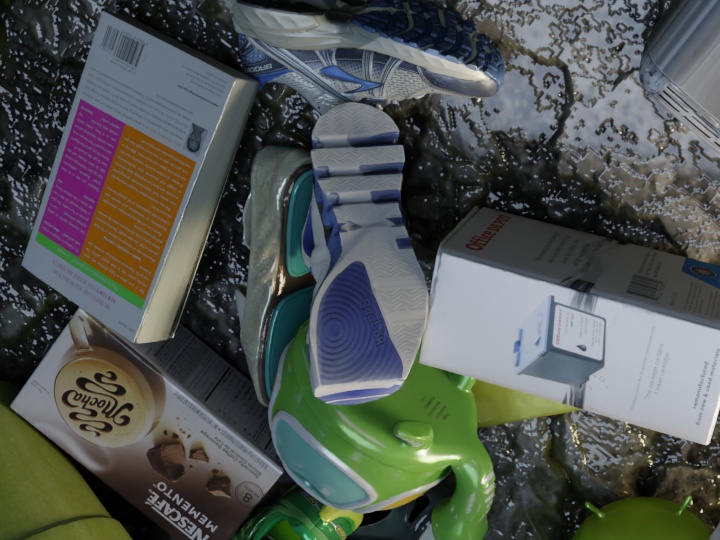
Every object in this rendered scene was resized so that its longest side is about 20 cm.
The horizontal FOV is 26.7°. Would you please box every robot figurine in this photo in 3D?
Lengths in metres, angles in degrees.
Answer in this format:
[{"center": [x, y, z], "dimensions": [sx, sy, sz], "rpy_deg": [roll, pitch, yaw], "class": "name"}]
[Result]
[{"center": [0.214, 0.260, 1.135], "dimensions": [0.173, 0.116, 0.203], "rpy_deg": [-5, 109, 8], "class": "robot figurine"}]

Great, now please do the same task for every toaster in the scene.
[{"center": [0.267, -0.140, 0.972], "dimensions": [0.199, 0.114, 0.130], "rpy_deg": [37, 116, -5], "class": "toaster"}]

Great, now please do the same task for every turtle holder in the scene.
[{"center": [0.019, 0.113, 1.113], "dimensions": [0.184, 0.142, 0.132], "rpy_deg": [23, 128, -14], "class": "turtle holder"}]

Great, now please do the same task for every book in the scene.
[{"center": [-0.165, -0.068, 1.097], "dimensions": [0.133, 0.048, 0.202], "rpy_deg": [28, 105, 26], "class": "book"}]

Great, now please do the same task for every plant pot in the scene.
[{"center": [-0.284, 0.197, 1.180], "dimensions": [0.200, 0.199, 0.191], "rpy_deg": [-42, 68, 23], "class": "plant pot"}]

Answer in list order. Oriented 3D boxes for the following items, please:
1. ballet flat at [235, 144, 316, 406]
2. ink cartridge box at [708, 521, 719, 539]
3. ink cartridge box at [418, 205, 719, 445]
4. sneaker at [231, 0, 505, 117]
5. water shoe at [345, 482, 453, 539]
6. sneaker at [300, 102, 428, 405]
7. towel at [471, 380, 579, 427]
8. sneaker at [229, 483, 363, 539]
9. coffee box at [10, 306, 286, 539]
[{"center": [-0.063, 0.001, 1.139], "dimensions": [0.062, 0.067, 0.203], "rpy_deg": [24, 114, 35], "class": "ballet flat"}, {"center": [0.305, 0.274, 1.069], "dimensions": [0.199, 0.083, 0.147], "rpy_deg": [35, 88, -31], "class": "ink cartridge box"}, {"center": [0.154, 0.031, 1.032], "dimensions": [0.197, 0.146, 0.087], "rpy_deg": [14, 108, 13], "class": "ink cartridge box"}, {"center": [0.005, -0.143, 1.061], "dimensions": [0.197, 0.077, 0.086], "rpy_deg": [15, 123, 15], "class": "sneaker"}, {"center": [0.014, 0.237, 1.210], "dimensions": [0.079, 0.071, 0.201], "rpy_deg": [50, 118, 22], "class": "water shoe"}, {"center": [0.000, -0.001, 1.047], "dimensions": [0.079, 0.115, 0.202], "rpy_deg": [0, 69, -4], "class": "sneaker"}, {"center": [0.143, 0.064, 1.132], "dimensions": [0.197, 0.018, 0.087], "rpy_deg": [-13, 102, 18], "class": "towel"}, {"center": [-0.077, 0.227, 1.194], "dimensions": [0.074, 0.083, 0.200], "rpy_deg": [45, 131, 5], "class": "sneaker"}, {"center": [-0.154, 0.115, 1.182], "dimensions": [0.199, 0.080, 0.113], "rpy_deg": [40, 114, -3], "class": "coffee box"}]
